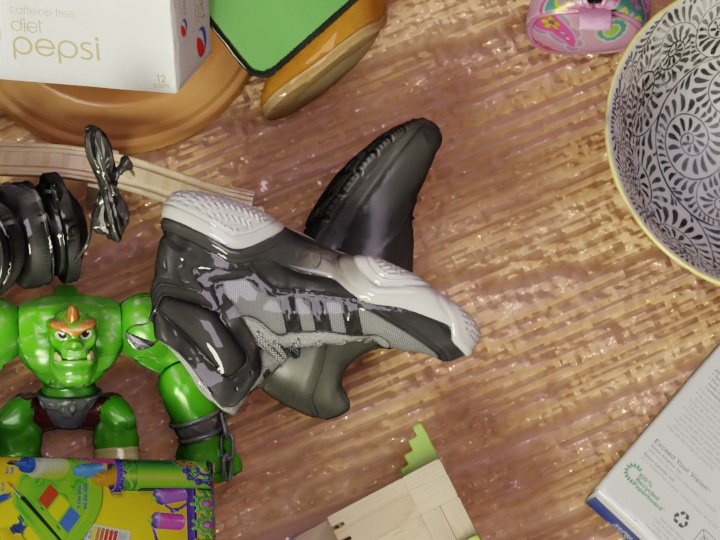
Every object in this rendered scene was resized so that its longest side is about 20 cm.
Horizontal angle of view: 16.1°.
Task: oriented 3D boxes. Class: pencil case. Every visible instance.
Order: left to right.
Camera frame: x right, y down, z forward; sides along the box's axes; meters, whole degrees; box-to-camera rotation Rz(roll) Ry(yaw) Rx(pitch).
[{"bbox_3d":[0.148,-0.235,1.608,0.087,0.087,0.201,6,76,-6],"label":"pencil case"}]

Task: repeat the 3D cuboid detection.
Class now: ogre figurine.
[{"bbox_3d":[-0.174,0.072,1.500,0.199,0.098,0.121,0,95,9],"label":"ogre figurine"}]

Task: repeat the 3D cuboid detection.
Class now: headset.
[{"bbox_3d":[-0.206,-0.031,1.463,0.123,0.199,0.095,-18,101,-47],"label":"headset"}]

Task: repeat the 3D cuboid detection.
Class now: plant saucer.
[{"bbox_3d":[-0.154,-0.173,1.580,0.199,0.037,0.201,1,78,-7],"label":"plant saucer"}]

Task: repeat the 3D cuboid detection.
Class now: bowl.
[{"bbox_3d":[0.241,-0.070,1.577,0.199,0.094,0.202,1,75,-6],"label":"bowl"}]

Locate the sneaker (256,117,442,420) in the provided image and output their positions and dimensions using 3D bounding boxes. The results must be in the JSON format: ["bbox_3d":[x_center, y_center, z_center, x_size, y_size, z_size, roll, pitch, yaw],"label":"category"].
[{"bbox_3d":[0.000,0.000,1.553,0.091,0.076,0.201,33,84,-8],"label":"sneaker"}]

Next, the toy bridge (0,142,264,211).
[{"bbox_3d":[-0.156,-0.054,1.538,0.199,0.067,0.027,10,77,-5],"label":"toy bridge"}]

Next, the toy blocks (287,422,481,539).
[{"bbox_3d":[0.022,0.210,1.502,0.136,0.100,0.201,-28,82,0],"label":"toy blocks"}]

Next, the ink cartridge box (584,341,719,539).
[{"bbox_3d":[0.273,0.134,1.568,0.196,0.043,0.200,43,73,4],"label":"ink cartridge box"}]

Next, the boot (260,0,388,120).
[{"bbox_3d":[-0.033,-0.201,1.586,0.144,0.071,0.201,45,68,3],"label":"boot"}]

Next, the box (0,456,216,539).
[{"bbox_3d":[-0.176,0.214,1.405,0.191,0.122,0.201,2,43,-7],"label":"box"}]

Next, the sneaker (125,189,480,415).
[{"bbox_3d":[-0.037,0.037,1.472,0.199,0.075,0.114,23,86,-7],"label":"sneaker"}]

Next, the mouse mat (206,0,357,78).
[{"bbox_3d":[-0.040,-0.233,1.527,0.200,0.008,0.161,-42,103,-18],"label":"mouse mat"}]

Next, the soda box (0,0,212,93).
[{"bbox_3d":[-0.191,-0.151,1.488,0.199,0.068,0.064,5,118,15],"label":"soda box"}]
